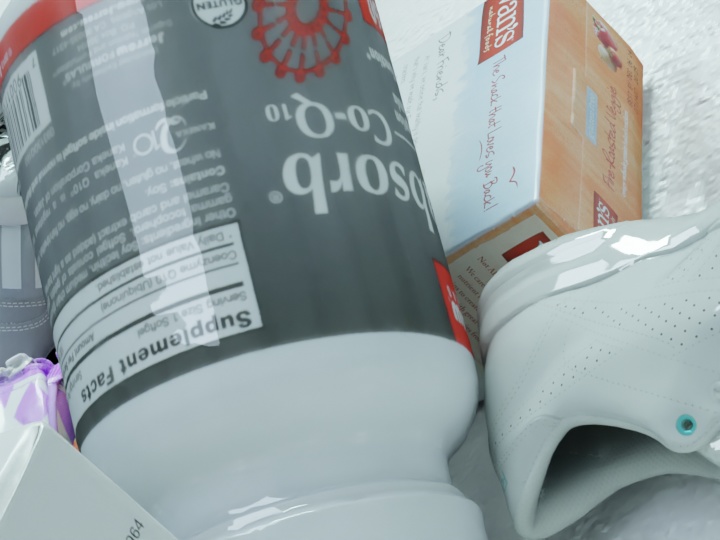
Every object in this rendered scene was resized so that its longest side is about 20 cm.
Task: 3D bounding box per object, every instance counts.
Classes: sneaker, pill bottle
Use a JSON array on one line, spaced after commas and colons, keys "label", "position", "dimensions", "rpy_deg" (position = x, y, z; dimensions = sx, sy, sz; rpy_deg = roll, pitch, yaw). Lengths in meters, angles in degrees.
[{"label": "sneaker", "position": [-0.106, 0.001, 1.042], "dimensions": [0.075, 0.116, 0.200], "rpy_deg": [3, 9, 16]}, {"label": "sneaker", "position": [0.113, 0.014, 0.710], "dimensions": [0.200, 0.075, 0.089], "rpy_deg": [-32, 40, 37]}, {"label": "pill bottle", "position": [-0.031, 0.008, 0.773], "dimensions": [0.116, 0.116, 0.200], "rpy_deg": [-28, 67, 32]}]

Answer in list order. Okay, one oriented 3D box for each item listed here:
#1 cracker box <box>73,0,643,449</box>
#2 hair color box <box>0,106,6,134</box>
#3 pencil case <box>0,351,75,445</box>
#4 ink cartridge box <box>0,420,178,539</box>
[{"label": "cracker box", "position": [0.000, 0.000, 0.898], "dimensions": [0.200, 0.058, 0.134], "rpy_deg": [-32, 29, 28]}, {"label": "hair color box", "position": [-0.219, -0.015, 1.062], "dimensions": [0.200, 0.061, 0.102], "rpy_deg": [-45, -5, 3]}, {"label": "pencil case", "position": [-0.182, 0.082, 0.927], "dimensions": [0.200, 0.086, 0.084], "rpy_deg": [-12, 18, 0]}, {"label": "ink cartridge box", "position": [-0.064, 0.136, 0.617], "dimensions": [0.145, 0.200, 0.084], "rpy_deg": [-19, 35, 43]}]
